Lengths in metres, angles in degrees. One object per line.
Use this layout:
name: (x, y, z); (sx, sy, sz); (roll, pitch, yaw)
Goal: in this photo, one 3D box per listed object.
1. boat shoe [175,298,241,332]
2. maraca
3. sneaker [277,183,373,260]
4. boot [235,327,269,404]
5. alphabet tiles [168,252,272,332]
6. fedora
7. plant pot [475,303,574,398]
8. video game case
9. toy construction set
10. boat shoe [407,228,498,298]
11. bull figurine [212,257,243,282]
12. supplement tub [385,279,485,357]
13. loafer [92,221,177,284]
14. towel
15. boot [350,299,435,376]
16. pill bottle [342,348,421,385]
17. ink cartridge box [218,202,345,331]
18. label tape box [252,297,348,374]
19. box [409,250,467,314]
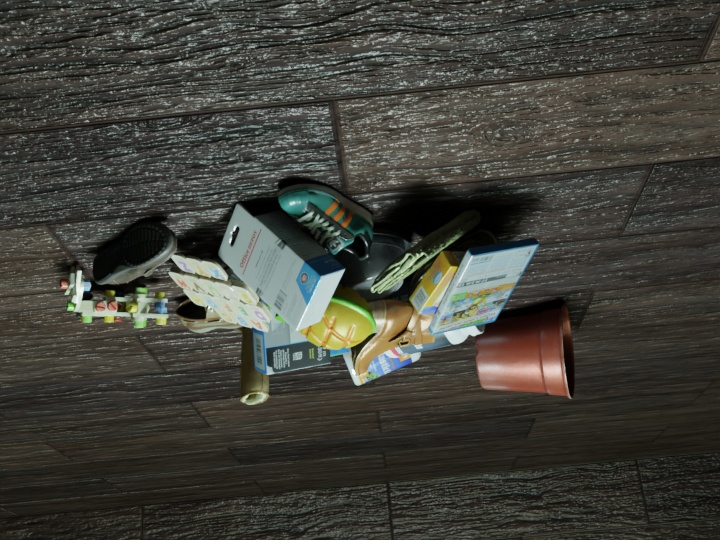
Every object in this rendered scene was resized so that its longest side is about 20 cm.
boat shoe: (-0.272, 0.072, 1.664); (0.198, 0.077, 0.072); (-19, 149, 24)
maraca: (-0.068, 0.076, 1.481); (0.197, 0.108, 0.138); (4, 145, 23)
sneaker: (-0.049, -0.075, 1.383); (0.071, 0.081, 0.199); (-26, 147, 38)
boot: (-0.222, 0.166, 1.711); (0.065, 0.203, 0.175); (5, 158, -17)
alphabet tiles: (-0.246, 0.042, 1.504); (0.198, 0.015, 0.196); (11, 147, 36)
fedora: (0.000, 0.000, 1.539); (0.197, 0.092, 0.177); (-7, 154, 5)
plant pot: (0.359, 0.181, 1.890); (0.192, 0.204, 0.201); (-5, 156, 20)
video game case: (0.206, 0.029, 1.461); (0.141, 0.018, 0.201); (-10, 141, -29)
toy construction set: (-0.458, 0.060, 1.579); (0.198, 0.093, 0.131); (19, 171, -27)
boat shoe: (0.154, 0.000, 1.539); (0.202, 0.075, 0.075); (-44, 179, 26)
bull figurine: (-0.170, 0.008, 1.529); (0.197, 0.066, 0.121); (4, 179, 25)
supplement tub: (0.130, 0.083, 1.678); (0.197, 0.142, 0.140); (-16, 153, 22)
loafer: (-0.370, -0.028, 1.454); (0.198, 0.074, 0.071); (-18, 163, 36)
towel: (0.109, -0.035, 1.443); (0.199, 0.037, 0.148); (-32, 176, -43)
boot: (0.061, 0.129, 1.602); (0.152, 0.074, 0.201); (-2, 142, -9)
pill bottle: (0.061, 0.154, 1.820); (0.198, 0.113, 0.112); (-23, 154, -1)
ink cartridge box: (-0.131, -0.014, 1.397); (0.066, 0.200, 0.117); (-20, 144, -51)
label tape box: (-0.103, 0.105, 1.624); (0.197, 0.146, 0.066); (-7, -173, -26)
box: (0.192, 0.022, 1.491); (0.198, 0.042, 0.120); (2, 135, -35)
